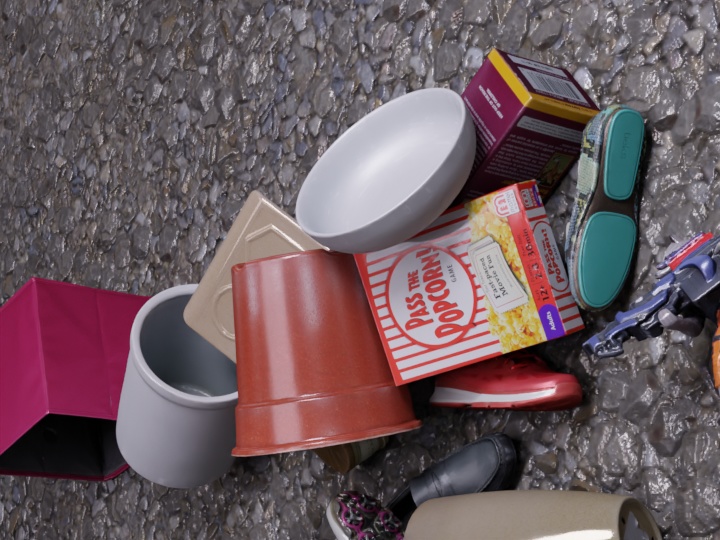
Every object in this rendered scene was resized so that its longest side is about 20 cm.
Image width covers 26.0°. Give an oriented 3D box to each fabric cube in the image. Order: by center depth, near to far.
[{"bbox_3d":[-0.392,0.153,2.110,0.196,0.200,0.200,-40,52,40],"label":"fabric cube"}]

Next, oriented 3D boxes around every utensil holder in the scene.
[{"bbox_3d":[-0.201,0.144,1.865,0.200,0.170,0.170,110,145,-47],"label":"utensil holder"}]

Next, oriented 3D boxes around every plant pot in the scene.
[{"bbox_3d":[0.172,0.277,1.433,0.200,0.187,0.188,-22,66,32],"label":"plant pot"},{"bbox_3d":[-0.048,0.080,1.617,0.201,0.201,0.195,-12,85,49],"label":"plant pot"}]

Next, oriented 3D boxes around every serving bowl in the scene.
[{"bbox_3d":[0.035,-0.086,1.526,0.200,0.066,0.200,-29,30,19],"label":"serving bowl"}]

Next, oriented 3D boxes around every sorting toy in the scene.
[{"bbox_3d":[-0.087,0.037,1.749,0.200,0.036,0.185,39,113,18],"label":"sorting toy"}]

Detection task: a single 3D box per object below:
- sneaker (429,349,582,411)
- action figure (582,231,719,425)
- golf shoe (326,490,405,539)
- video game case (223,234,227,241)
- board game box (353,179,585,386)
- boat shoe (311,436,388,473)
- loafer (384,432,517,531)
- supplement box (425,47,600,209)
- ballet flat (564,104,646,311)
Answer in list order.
[{"bbox_3d":[0.142,0.083,1.570,0.200,0.078,0.116,-5,80,49],"label":"sneaker"},{"bbox_3d":[0.304,0.052,1.361,0.200,0.105,0.194,-32,50,14],"label":"action figure"},{"bbox_3d":[0.024,0.319,1.607,0.200,0.073,0.092,52,130,0],"label":"golf shoe"},{"bbox_3d":[-0.090,0.043,1.851,0.200,0.018,0.143,22,129,50],"label":"video game case"},{"bbox_3d":[0.102,0.015,1.526,0.200,0.046,0.152,-21,87,33],"label":"board game box"},{"bbox_3d":[-0.043,0.169,1.798,0.200,0.063,0.073,36,141,49],"label":"boat shoe"},{"bbox_3d":[0.085,0.234,1.612,0.201,0.070,0.068,-46,51,35],"label":"loafer"},{"bbox_3d":[0.138,-0.114,1.586,0.200,0.110,0.086,-55,45,28],"label":"supplement box"},{"bbox_3d":[0.231,-0.059,1.504,0.074,0.074,0.200,10,85,51],"label":"ballet flat"}]
